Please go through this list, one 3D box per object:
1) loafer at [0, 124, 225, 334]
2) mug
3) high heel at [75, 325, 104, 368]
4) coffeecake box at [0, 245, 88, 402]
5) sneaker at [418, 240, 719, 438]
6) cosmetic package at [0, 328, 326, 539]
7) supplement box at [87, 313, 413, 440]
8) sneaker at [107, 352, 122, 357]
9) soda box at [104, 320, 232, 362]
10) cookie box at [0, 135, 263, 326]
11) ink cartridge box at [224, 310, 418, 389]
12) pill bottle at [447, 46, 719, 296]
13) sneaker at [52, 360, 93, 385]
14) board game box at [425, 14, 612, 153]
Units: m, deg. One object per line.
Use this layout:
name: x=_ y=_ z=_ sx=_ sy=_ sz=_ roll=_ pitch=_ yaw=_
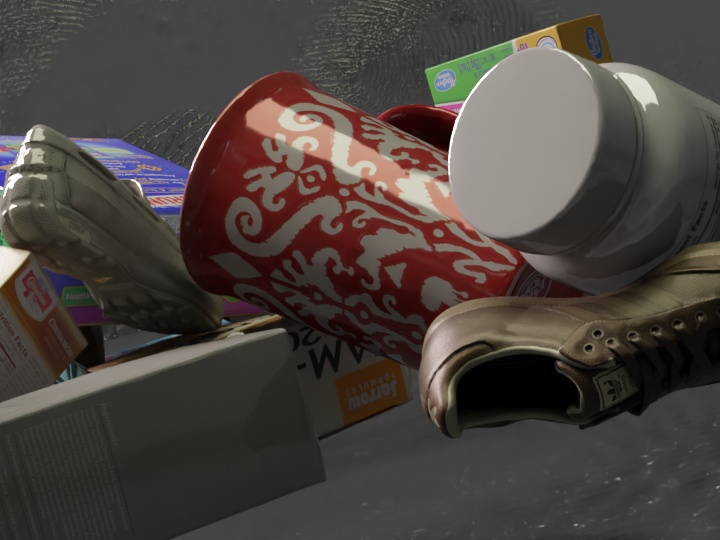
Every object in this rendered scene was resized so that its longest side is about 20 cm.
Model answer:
loafer: x=-0.133 y=-0.018 z=1.203 sx=0.070 sy=0.070 sz=0.200 roll=-5 pitch=-24 yaw=22
mug: x=0.029 y=-0.031 z=1.171 sx=0.200 sy=0.178 sz=0.134 roll=25 pitch=-20 yaw=29
high heel: x=-0.222 y=0.032 z=1.393 sx=0.142 sy=0.072 sz=0.200 roll=12 pitch=21 yaw=37
coffeecake box: x=-0.271 y=0.071 z=1.135 sx=0.153 sy=0.073 sz=0.200 roll=9 pitch=48 yaw=40
sneaker: x=0.125 y=0.043 z=0.979 sx=0.199 sy=0.071 sz=0.076 roll=-13 pitch=29 yaw=13
cosmetic package: x=-0.129 y=0.094 z=1.017 sx=0.200 sy=0.090 sz=0.107 roll=-14 pitch=1 yaw=-32
supplement box: x=-0.086 y=0.074 z=1.290 sx=0.200 sy=0.074 sz=0.126 roll=-13 pitch=4 yaw=41
sneaker: x=-0.108 y=0.076 z=1.597 sx=0.200 sy=0.071 sz=0.080 roll=-23 pitch=14 yaw=-19
soda box: x=-0.135 y=0.083 z=1.456 sx=0.200 sy=0.068 sz=0.064 roll=-17 pitch=4 yaw=-30
cookie box: x=-0.178 y=-0.029 z=1.348 sx=0.171 sy=0.075 sz=0.200 roll=-2 pitch=17 yaw=-38
ink cartridge box: x=0.000 y=0.000 z=1.436 sx=0.200 sy=0.083 sz=0.147 roll=20 pitch=23 yaw=34
pill bottle: x=0.143 y=-0.037 z=1.057 sx=0.113 sy=0.114 sz=0.200 roll=-13 pitch=-23 yaw=42
sneaker: x=-0.236 y=0.101 z=1.208 sx=0.199 sy=0.096 sz=0.079 roll=-10 pitch=-36 yaw=2
board game box: x=0.128 y=-0.059 z=1.438 sx=0.040 sy=0.201 sz=0.153 roll=-18 pitch=3 yaw=-33
